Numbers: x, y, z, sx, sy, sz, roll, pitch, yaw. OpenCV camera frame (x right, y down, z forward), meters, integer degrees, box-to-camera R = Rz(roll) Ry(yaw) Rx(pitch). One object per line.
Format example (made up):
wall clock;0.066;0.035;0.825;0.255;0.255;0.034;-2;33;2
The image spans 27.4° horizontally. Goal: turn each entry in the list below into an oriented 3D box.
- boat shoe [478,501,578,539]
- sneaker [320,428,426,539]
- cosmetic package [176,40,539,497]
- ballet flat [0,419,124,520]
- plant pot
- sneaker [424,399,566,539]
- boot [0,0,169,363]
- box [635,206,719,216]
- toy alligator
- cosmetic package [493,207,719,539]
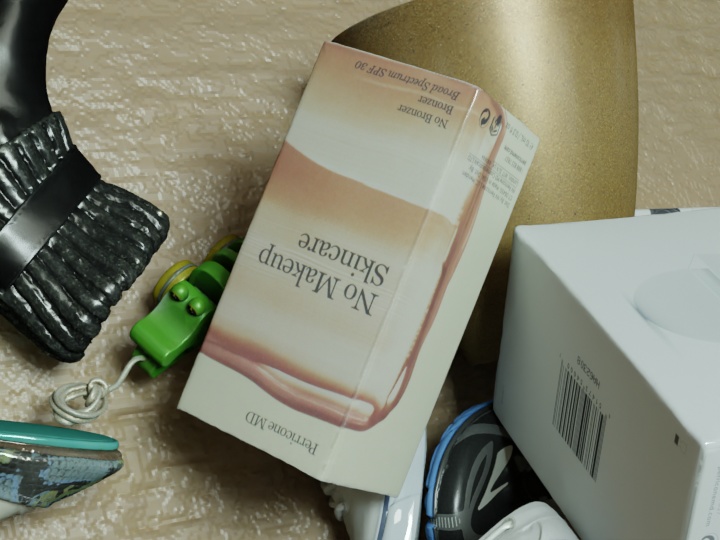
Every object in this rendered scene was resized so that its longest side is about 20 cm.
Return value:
boat shoe;0.038;0.199;0.736;0.074;0.200;0.066;42;10;-33
sneaker;0.001;0.101;0.812;0.070;0.073;0.202;3;66;3
cosmetic package;0.000;0.000;0.747;0.087;0.103;0.202;24;86;-59
ballet flat;-0.212;0.094;0.694;0.198;0.074;0.075;14;61;-21
plant pot;0.089;-0.052;0.869;0.185;0.186;0.203;-9;84;-32
sneaker;0.119;0.107;0.834;0.198;0.082;0.072;-15;109;-32
boot;-0.163;-0.071;0.777;0.157;0.079;0.213;29;67;-7
box;0.218;0.019;0.982;0.198;0.041;0.120;-2;69;-33
toy alligator;-0.083;0.018;0.781;0.059;0.055;0.199;39;42;17
cosmetic package;0.198;0.065;0.743;0.197;0.124;0.200;-7;31;-17
